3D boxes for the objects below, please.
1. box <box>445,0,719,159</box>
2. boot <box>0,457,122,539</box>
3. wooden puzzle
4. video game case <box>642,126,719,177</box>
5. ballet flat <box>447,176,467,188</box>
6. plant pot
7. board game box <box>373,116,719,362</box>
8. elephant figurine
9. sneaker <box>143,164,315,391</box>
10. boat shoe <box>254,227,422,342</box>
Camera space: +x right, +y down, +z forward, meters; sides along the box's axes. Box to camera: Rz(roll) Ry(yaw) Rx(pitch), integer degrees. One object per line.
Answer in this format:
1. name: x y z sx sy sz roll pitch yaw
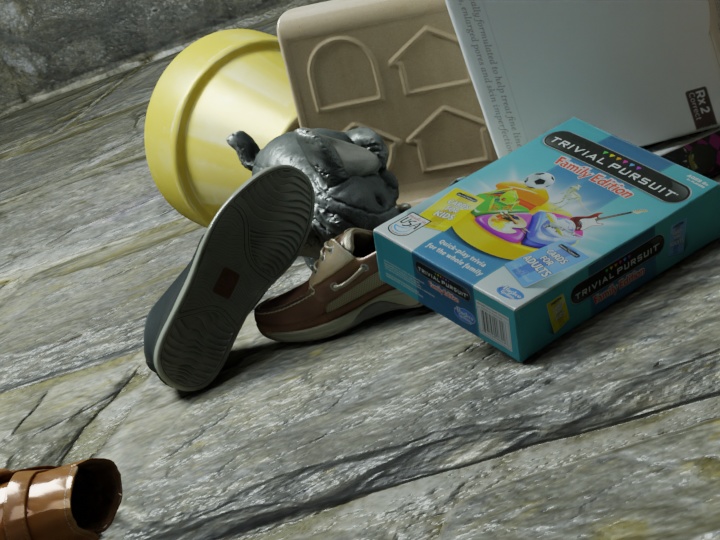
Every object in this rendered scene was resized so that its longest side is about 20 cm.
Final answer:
1. box: 0.191 -0.202 1.602 0.200 0.199 0.131 -14 13 20
2. boot: -0.222 0.159 1.071 0.155 0.077 0.200 -12 9 15
3. wooden puzzle: 0.035 -0.151 1.766 0.185 0.201 0.046 -9 11 15
4. video game case: 0.241 -0.103 1.650 0.181 0.036 0.200 -23 14 -9
5. ballet flat: 0.116 -0.043 1.534 0.074 0.074 0.200 -28 16 -21
6. plant pot: -0.077 -0.120 1.893 0.201 0.201 0.189 -29 28 -26
7. board game box: 0.134 -0.028 1.404 0.200 0.047 0.151 -30 40 -28
8. elephant figurine: -0.021 -0.059 1.662 0.155 0.142 0.200 -16 10 0
9. sneaker: -0.116 0.000 1.593 0.200 0.075 0.106 -57 18 -8
10. boat shoe: 0.000 0.000 1.552 0.200 0.072 0.076 -19 14 24
